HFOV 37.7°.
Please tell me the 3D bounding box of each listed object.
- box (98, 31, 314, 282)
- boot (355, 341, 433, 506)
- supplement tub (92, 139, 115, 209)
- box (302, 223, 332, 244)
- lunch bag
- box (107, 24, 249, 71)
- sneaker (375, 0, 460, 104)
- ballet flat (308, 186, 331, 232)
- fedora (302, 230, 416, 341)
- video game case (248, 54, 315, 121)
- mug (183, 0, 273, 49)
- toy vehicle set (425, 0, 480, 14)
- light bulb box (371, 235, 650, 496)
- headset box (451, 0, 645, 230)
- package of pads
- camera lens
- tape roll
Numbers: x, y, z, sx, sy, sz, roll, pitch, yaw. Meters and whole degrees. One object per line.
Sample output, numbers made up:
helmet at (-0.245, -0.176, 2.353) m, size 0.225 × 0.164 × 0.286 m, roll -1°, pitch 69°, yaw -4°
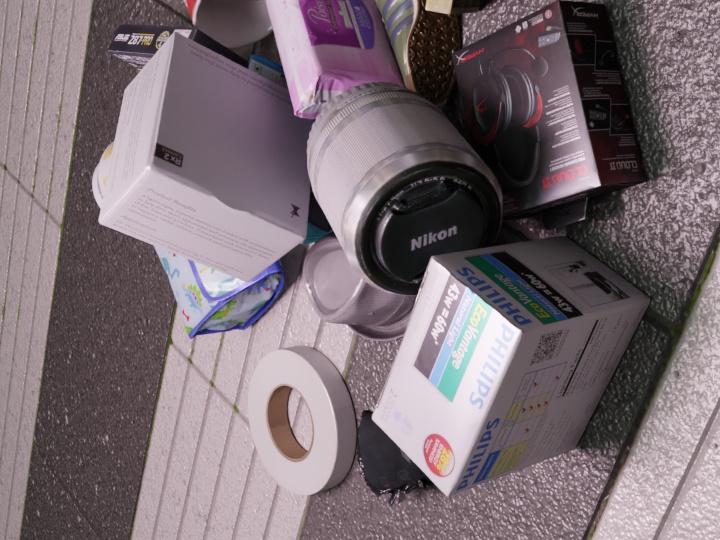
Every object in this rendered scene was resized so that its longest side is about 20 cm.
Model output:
box at (-0.169, -0.125, 1.199) m, size 0.131 × 0.199 × 0.200 m, roll -34°, pitch 42°, yaw 43°
boot at (0.055, 0.172, 1.245) m, size 0.162 × 0.073 × 0.198 m, roll -25°, pitch 78°, yaw 52°
supplement tub at (-0.291, -0.148, 1.531) m, size 0.200 × 0.145 × 0.146 m, roll -22°, pitch 80°, yaw 49°
box at (-0.064, -0.141, 1.342) m, size 0.082 × 0.049 × 0.200 m, roll 31°, pitch 119°, yaw 42°
lunch bag at (-0.186, -0.024, 1.442) m, size 0.200 × 0.127 × 0.170 m, roll -41°, pitch 66°, yaw 44°
box at (-0.222, -0.271, 1.417) m, size 0.200 × 0.161 × 0.049 m, roll 16°, pitch 79°, yaw 48°
sneaker at (0.058, -0.285, 1.174) m, size 0.090 × 0.067 × 0.200 m, roll 17°, pitch 116°, yaw 63°
ballet flat at (0.012, -0.109, 1.202) m, size 0.200 × 0.073 × 0.073 m, roll -36°, pitch 68°, yaw 26°
fedora at (0.000, 0.000, 1.259) m, size 0.200 × 0.090 × 0.177 m, roll -26°, pitch 77°, yaw 48°
video game case at (-0.083, -0.169, 1.304) m, size 0.200 × 0.018 × 0.143 m, roll 32°, pitch 119°, yaw 38°
mug at (-0.175, -0.420, 1.388) m, size 0.177 × 0.133 × 0.200 m, roll -35°, pitch 60°, yaw 8°
toy vehicle set at (0.107, -0.359, 1.051) m, size 0.026 × 0.124 × 0.200 m, roll 13°, pitch 109°, yaw 16°
light bulb box at (0.144, 0.087, 1.023) m, size 0.125 × 0.200 × 0.198 m, roll 41°, pitch 125°, yaw 36°
headset box at (0.183, -0.142, 1.034) m, size 0.149 × 0.075 × 0.200 m, roll -16°, pitch 84°, yaw 50°
package of pads at (-0.033, -0.260, 1.200) m, size 0.076 × 0.120 × 0.200 m, roll -51°, pitch 45°, yaw 46°
camera lens at (0.039, -0.084, 1.052) m, size 0.200 × 0.160 × 0.160 m, roll -118°, pitch 40°, yaw -52°
tape roll at (-0.083, 0.204, 1.432) m, size 0.203 × 0.037 × 0.203 m, roll 10°, pitch 103°, yaw 48°
